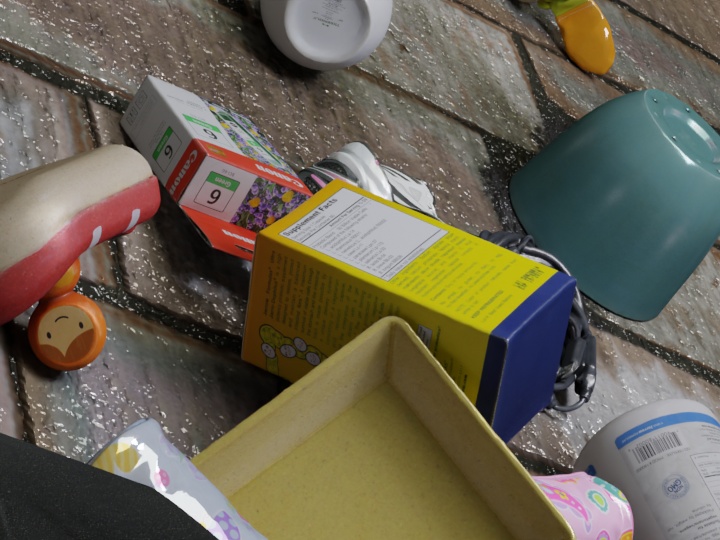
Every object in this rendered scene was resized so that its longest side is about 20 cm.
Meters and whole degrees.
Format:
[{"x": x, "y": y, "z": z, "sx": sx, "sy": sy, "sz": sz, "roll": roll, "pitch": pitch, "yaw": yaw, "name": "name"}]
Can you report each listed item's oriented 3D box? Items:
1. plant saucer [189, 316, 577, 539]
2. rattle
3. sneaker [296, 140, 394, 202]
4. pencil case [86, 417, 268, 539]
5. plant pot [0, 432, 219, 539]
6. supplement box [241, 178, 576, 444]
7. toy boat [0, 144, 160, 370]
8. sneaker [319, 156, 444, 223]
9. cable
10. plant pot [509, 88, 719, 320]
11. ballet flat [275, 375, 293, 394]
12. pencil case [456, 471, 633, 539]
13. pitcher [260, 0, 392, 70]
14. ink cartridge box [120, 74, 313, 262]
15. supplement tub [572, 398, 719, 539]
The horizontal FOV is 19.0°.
[{"x": 0.005, "y": 0.164, "z": 1.394, "sx": 0.200, "sy": 0.200, "sz": 0.048, "roll": 51, "pitch": -12, "yaw": 15, "name": "plant saucer"}, {"x": 0.244, "y": -0.330, "z": 2.544, "sx": 0.143, "sy": 0.130, "sz": 0.200, "roll": 45, "pitch": -2, "yaw": -21, "name": "rattle"}, {"x": 0.000, "y": 0.000, "z": 1.726, "sx": 0.086, "sy": 0.080, "sz": 0.201, "roll": -21, "pitch": 71, "yaw": -27, "name": "sneaker"}, {"x": -0.093, "y": 0.181, "z": 1.295, "sx": 0.200, "sy": 0.083, "sz": 0.091, "roll": 45, "pitch": 13, "yaw": 2, "name": "pencil case"}, {"x": -0.164, "y": 0.195, "z": 1.078, "sx": 0.199, "sy": 0.200, "sz": 0.178, "roll": 24, "pitch": 19, "yaw": -32, "name": "plant pot"}, {"x": 0.032, "y": 0.034, "z": 1.492, "sx": 0.199, "sy": 0.110, "sz": 0.109, "roll": 24, "pitch": 34, "yaw": 23, "name": "supplement box"}, {"x": -0.204, "y": 0.003, "z": 1.397, "sx": 0.200, "sy": 0.130, "sz": 0.131, "roll": -34, "pitch": 107, "yaw": -63, "name": "toy boat"}, {"x": 0.059, "y": -0.031, "z": 1.817, "sx": 0.200, "sy": 0.076, "sz": 0.115, "roll": 43, "pitch": 26, "yaw": 19, "name": "sneaker"}, {"x": 0.136, "y": 0.034, "z": 1.882, "sx": 0.163, "sy": 0.051, "sz": 0.200, "roll": 30, "pitch": 33, "yaw": -14, "name": "cable"}, {"x": 0.272, "y": -0.078, "z": 2.100, "sx": 0.200, "sy": 0.161, "sz": 0.201, "roll": 33, "pitch": 28, "yaw": -20, "name": "plant pot"}, {"x": -0.037, "y": 0.054, "z": 1.591, "sx": 0.066, "sy": 0.057, "sz": 0.200, "roll": 23, "pitch": 31, "yaw": -28, "name": "ballet flat"}, {"x": 0.107, "y": 0.176, "z": 1.520, "sx": 0.199, "sy": 0.087, "sz": 0.088, "roll": 14, "pitch": 38, "yaw": -45, "name": "pencil case"}, {"x": -0.057, "y": -0.266, "z": 1.999, "sx": 0.171, "sy": 0.122, "sz": 0.200, "roll": 15, "pitch": 21, "yaw": -9, "name": "pitcher"}, {"x": -0.099, "y": -0.070, "z": 1.650, "sx": 0.109, "sy": 0.050, "sz": 0.200, "roll": 21, "pitch": 19, "yaw": -37, "name": "ink cartridge box"}, {"x": 0.260, "y": 0.213, "z": 1.685, "sx": 0.132, "sy": 0.132, "sz": 0.200, "roll": 16, "pitch": 38, "yaw": -42, "name": "supplement tub"}]
